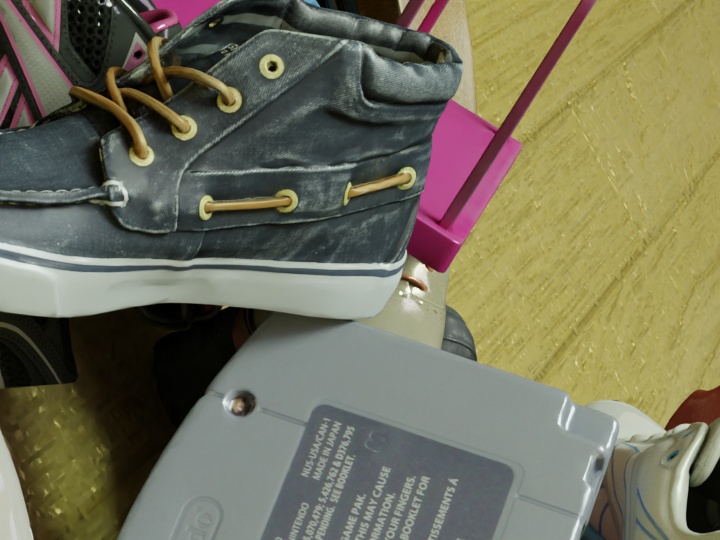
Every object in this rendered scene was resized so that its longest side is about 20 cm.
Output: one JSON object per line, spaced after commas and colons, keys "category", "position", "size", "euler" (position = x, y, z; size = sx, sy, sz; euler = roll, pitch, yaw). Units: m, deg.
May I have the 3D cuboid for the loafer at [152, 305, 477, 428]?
{"category": "loafer", "position": [-0.011, 0.050, 1.064], "size": [0.201, 0.068, 0.070], "euler": [-3, 72, -61]}

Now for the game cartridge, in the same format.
{"category": "game cartridge", "position": [-0.014, 0.111, 0.820], "size": [0.041, 0.133, 0.200], "euler": [102, 10, -64]}

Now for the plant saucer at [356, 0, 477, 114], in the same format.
{"category": "plant saucer", "position": [0.022, -0.092, 1.208], "size": [0.200, 0.035, 0.200], "euler": [173, -90, -83]}

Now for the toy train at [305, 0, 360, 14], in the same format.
{"category": "toy train", "position": [-0.044, -0.122, 1.177], "size": [0.114, 0.087, 0.200], "euler": [39, 31, -63]}

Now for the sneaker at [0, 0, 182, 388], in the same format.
{"category": "sneaker", "position": [-0.098, -0.055, 0.858], "size": [0.080, 0.086, 0.200], "euler": [-103, -171, -68]}

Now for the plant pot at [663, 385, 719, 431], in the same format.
{"category": "plant pot", "position": [0.201, 0.133, 0.995], "size": [0.201, 0.201, 0.195], "euler": [37, 32, -48]}

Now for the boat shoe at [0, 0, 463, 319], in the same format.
{"category": "boat shoe", "position": [-0.061, -0.040, 0.809], "size": [0.200, 0.091, 0.071], "euler": [2, 26, -39]}

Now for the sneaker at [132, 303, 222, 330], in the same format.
{"category": "sneaker", "position": [-0.075, -0.017, 0.994], "size": [0.200, 0.077, 0.082], "euler": [12, 73, -78]}

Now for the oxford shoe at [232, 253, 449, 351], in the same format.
{"category": "oxford shoe", "position": [0.000, 0.000, 0.966], "size": [0.071, 0.074, 0.200], "euler": [24, 21, -17]}

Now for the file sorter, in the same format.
{"category": "file sorter", "position": [-0.013, -0.119, 0.934], "size": [0.200, 0.125, 0.139], "euler": [32, 21, 1]}

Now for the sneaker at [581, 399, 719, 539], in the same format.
{"category": "sneaker", "position": [0.110, 0.077, 0.884], "size": [0.075, 0.087, 0.200], "euler": [18, 18, -13]}

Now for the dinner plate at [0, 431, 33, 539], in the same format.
{"category": "dinner plate", "position": [-0.137, 0.073, 0.740], "size": [0.200, 0.024, 0.200], "euler": [46, 36, -48]}
